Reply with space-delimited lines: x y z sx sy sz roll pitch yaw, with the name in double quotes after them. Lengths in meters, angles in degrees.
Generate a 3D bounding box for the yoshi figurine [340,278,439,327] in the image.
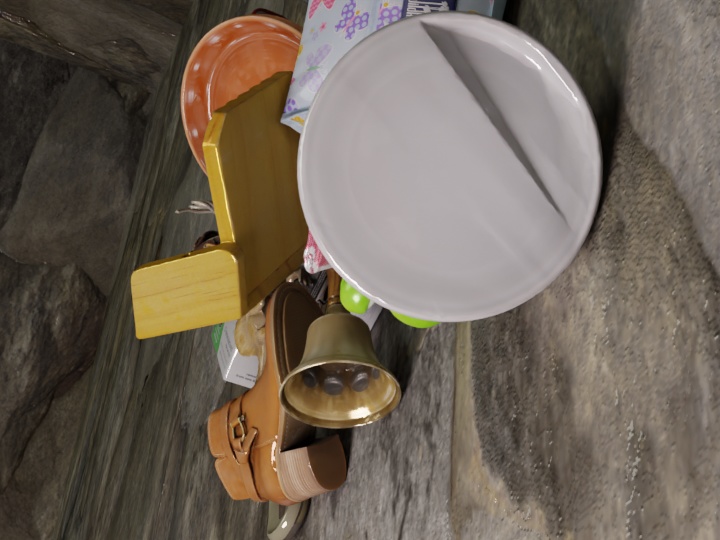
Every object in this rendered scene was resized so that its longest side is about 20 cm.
0.067 -0.036 0.964 0.112 0.112 0.201 46 108 26 "yoshi figurine"

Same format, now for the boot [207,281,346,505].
-0.092 0.122 1.157 0.154 0.073 0.203 -17 77 47 "boot"

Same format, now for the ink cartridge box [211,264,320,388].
-0.092 0.019 1.379 0.146 0.083 0.202 -126 56 -69 "ink cartridge box"

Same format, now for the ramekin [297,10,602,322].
0.055 -0.065 0.828 0.094 0.200 0.205 150 137 -84 "ramekin"

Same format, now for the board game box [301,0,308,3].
-0.005 -0.333 1.258 0.105 0.198 0.104 124 157 -44 "board game box"

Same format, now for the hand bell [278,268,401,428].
-0.021 0.025 1.081 0.104 0.103 0.202 126 150 -46 "hand bell"

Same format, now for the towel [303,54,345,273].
0.029 -0.095 0.978 0.030 0.145 0.202 45 137 33 "towel"

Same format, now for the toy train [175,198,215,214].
-0.117 -0.105 1.438 0.085 0.199 0.116 48 116 25 "toy train"

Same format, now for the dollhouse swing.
-0.133 -0.067 1.155 0.180 0.177 0.200 -12 19 32 "dollhouse swing"

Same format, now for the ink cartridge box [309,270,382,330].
0.000 0.000 1.176 0.094 0.044 0.201 -100 32 -54 "ink cartridge box"

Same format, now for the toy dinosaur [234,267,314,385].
-0.098 0.037 1.229 0.101 0.058 0.202 -41 47 34 "toy dinosaur"

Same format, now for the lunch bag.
0.039 -0.204 1.097 0.198 0.127 0.172 -2 69 42 "lunch bag"

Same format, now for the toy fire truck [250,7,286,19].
-0.062 -0.181 1.343 0.112 0.166 0.202 132 151 -54 "toy fire truck"

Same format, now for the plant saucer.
-0.094 -0.159 1.245 0.032 0.200 0.201 -34 -22 -55 "plant saucer"

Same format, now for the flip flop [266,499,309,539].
-0.087 0.185 1.243 0.201 0.057 0.081 -91 25 -47 "flip flop"

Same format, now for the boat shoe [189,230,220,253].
-0.165 -0.007 1.378 0.200 0.071 0.073 -125 54 -78 "boat shoe"
